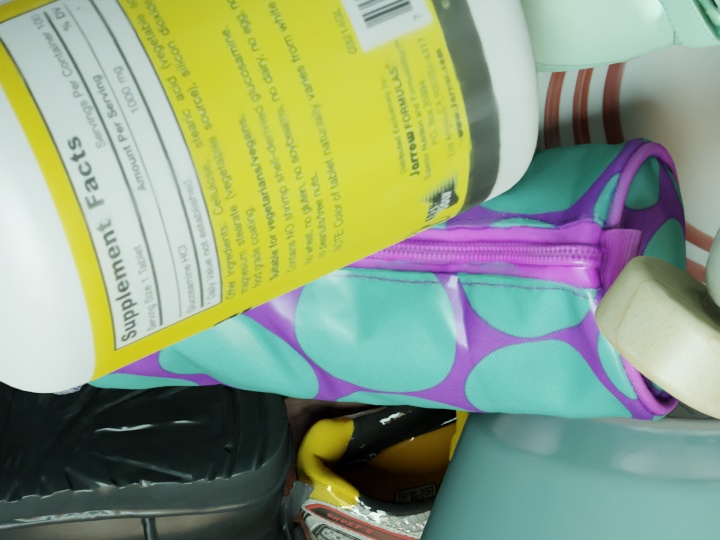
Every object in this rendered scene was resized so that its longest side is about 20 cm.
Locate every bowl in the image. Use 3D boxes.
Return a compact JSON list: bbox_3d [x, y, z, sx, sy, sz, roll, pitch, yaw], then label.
[{"bbox_3d":[0.106,0.083,0.893,0.200,0.201,0.106,-2,103,-12],"label":"bowl"}]

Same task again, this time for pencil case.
[{"bbox_3d":[0.000,0.000,0.845,0.199,0.086,0.092,2,168,21],"label":"pencil case"}]

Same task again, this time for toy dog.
[{"bbox_3d":[0.164,0.022,0.768,0.199,0.096,0.132,0,128,-34],"label":"toy dog"}]

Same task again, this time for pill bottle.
[{"bbox_3d":[-0.061,-0.037,0.744,0.199,0.113,0.113,-24,144,-17],"label":"pill bottle"}]

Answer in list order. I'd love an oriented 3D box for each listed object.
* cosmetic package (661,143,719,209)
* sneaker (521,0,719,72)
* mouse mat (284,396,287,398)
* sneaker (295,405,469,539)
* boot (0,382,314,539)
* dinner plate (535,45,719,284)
[{"bbox_3d":[0.115,-0.032,0.923,0.199,0.051,0.083,-4,138,-8],"label":"cosmetic package"},{"bbox_3d":[0.099,-0.079,0.713,0.200,0.118,0.074,-21,123,32],"label":"sneaker"},{"bbox_3d":[-0.130,0.028,0.971,0.199,0.008,0.161,-19,140,10],"label":"mouse mat"},{"bbox_3d":[0.069,0.065,1.008,0.199,0.078,0.082,-20,139,10],"label":"sneaker"},{"bbox_3d":[-0.106,0.105,0.987,0.197,0.074,0.163,-1,138,1],"label":"boot"},{"bbox_3d":[0.150,-0.050,0.842,0.199,0.024,0.201,2,138,2],"label":"dinner plate"}]
